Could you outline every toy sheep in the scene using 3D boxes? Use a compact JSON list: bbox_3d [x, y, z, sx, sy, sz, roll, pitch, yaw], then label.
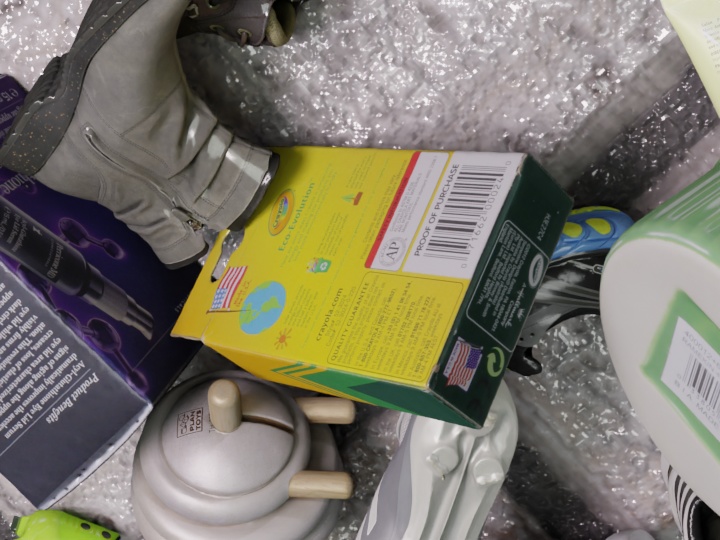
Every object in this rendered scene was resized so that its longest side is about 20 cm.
[{"bbox_3d":[-0.069,0.121,0.788,0.138,0.138,0.200,11,139,9],"label":"toy sheep"}]

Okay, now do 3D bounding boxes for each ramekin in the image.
[{"bbox_3d":[0.204,0.039,0.643,0.098,0.200,0.200,-29,106,-18],"label":"ramekin"}]

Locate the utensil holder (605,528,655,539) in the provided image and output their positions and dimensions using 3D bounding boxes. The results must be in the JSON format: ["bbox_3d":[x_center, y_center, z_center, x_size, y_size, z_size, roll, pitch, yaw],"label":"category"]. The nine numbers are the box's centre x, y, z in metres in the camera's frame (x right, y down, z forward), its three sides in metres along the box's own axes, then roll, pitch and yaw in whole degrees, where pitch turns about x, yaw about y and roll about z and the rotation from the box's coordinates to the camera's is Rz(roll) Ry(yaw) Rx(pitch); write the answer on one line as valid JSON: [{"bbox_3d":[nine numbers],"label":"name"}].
[{"bbox_3d":[0.089,0.256,0.788,0.200,0.170,0.170,-18,106,22],"label":"utensil holder"}]

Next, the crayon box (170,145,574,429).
[{"bbox_3d":[0.000,0.000,0.699,0.200,0.127,0.051,9,158,46],"label":"crayon box"}]

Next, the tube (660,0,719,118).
[{"bbox_3d":[0.226,-0.062,0.693,0.058,0.052,0.200,-29,102,-18],"label":"tube"}]

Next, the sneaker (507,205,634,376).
[{"bbox_3d":[0.063,0.026,0.751,0.199,0.071,0.083,-15,101,16],"label":"sneaker"}]

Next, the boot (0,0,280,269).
[{"bbox_3d":[-0.093,-0.086,0.698,0.130,0.068,0.200,30,136,-19],"label":"boot"}]

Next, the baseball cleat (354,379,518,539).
[{"bbox_3d":[0.035,0.134,0.736,0.070,0.106,0.200,23,109,-8],"label":"baseball cleat"}]

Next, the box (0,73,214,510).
[{"bbox_3d":[-0.191,0.008,0.765,0.200,0.148,0.104,44,114,-8],"label":"box"}]

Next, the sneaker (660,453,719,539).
[{"bbox_3d":[0.223,0.193,0.756,0.076,0.115,0.201,-25,104,21],"label":"sneaker"}]

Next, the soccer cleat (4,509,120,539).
[{"bbox_3d":[-0.215,0.252,0.917,0.081,0.068,0.200,15,115,-7],"label":"soccer cleat"}]

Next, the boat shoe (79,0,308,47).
[{"bbox_3d":[-0.056,-0.147,0.707,0.200,0.073,0.065,-23,95,21],"label":"boat shoe"}]
